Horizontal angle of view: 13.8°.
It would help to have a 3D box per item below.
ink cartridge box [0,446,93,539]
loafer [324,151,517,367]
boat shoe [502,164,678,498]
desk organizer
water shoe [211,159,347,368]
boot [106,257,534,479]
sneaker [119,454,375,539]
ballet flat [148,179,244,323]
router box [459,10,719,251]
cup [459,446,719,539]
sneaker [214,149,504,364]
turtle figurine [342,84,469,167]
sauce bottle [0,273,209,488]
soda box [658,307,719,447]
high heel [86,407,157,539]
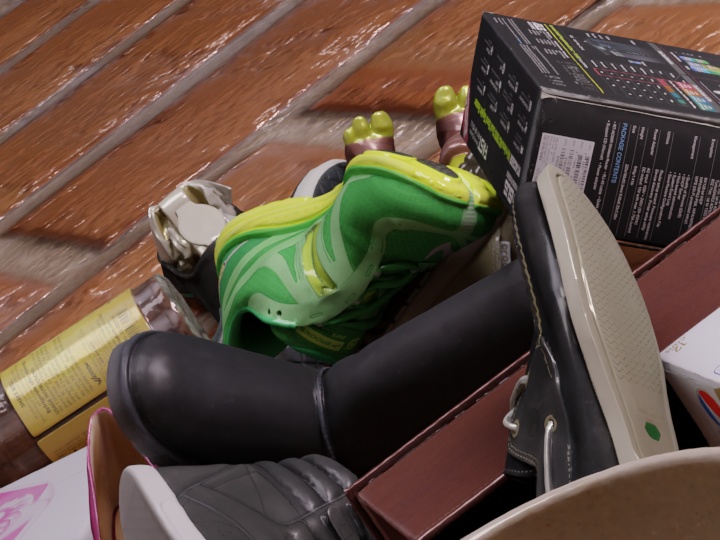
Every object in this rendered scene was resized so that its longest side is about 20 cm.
[{"bbox_3d":[-0.204,0.174,1.489,0.200,0.043,0.196,-26,19,19],"label":"ink cartridge box"},{"bbox_3d":[0.053,0.010,1.425,0.200,0.068,0.076,-55,15,-11],"label":"loafer"},{"bbox_3d":[0.078,0.053,1.098,0.068,0.072,0.200,-23,60,23],"label":"boat shoe"},{"bbox_3d":[0.102,0.064,1.180,0.200,0.072,0.077,-37,20,-9],"label":"desk organizer"},{"bbox_3d":[-0.040,0.007,1.593,0.079,0.072,0.200,-29,16,29],"label":"water shoe"},{"bbox_3d":[0.015,0.039,1.282,0.200,0.165,0.066,-23,60,30],"label":"boot"},{"bbox_3d":[-0.024,0.133,1.219,0.099,0.071,0.200,-10,31,-20],"label":"sneaker"},{"bbox_3d":[-0.084,-0.017,1.739,0.068,0.068,0.200,-37,17,-9],"label":"ballet flat"},{"bbox_3d":[0.132,-0.058,1.316,0.150,0.062,0.200,9,13,-7],"label":"router box"},{"bbox_3d":[0.077,0.166,0.822,0.200,0.143,0.200,-31,17,10],"label":"cup"},{"bbox_3d":[0.000,0.000,1.370,0.200,0.074,0.084,-25,55,54],"label":"sneaker"},{"bbox_3d":[0.054,-0.038,1.546,0.200,0.064,0.161,-29,30,5],"label":"turtle figurine"},{"bbox_3d":[-0.178,0.078,1.658,0.200,0.065,0.065,-32,17,2],"label":"sauce bottle"},{"bbox_3d":[0.216,0.006,1.131,0.200,0.068,0.064,-36,17,-10],"label":"soda box"},{"bbox_3d":[-0.093,0.131,1.305,0.067,0.096,0.200,-30,17,12],"label":"high heel"}]
